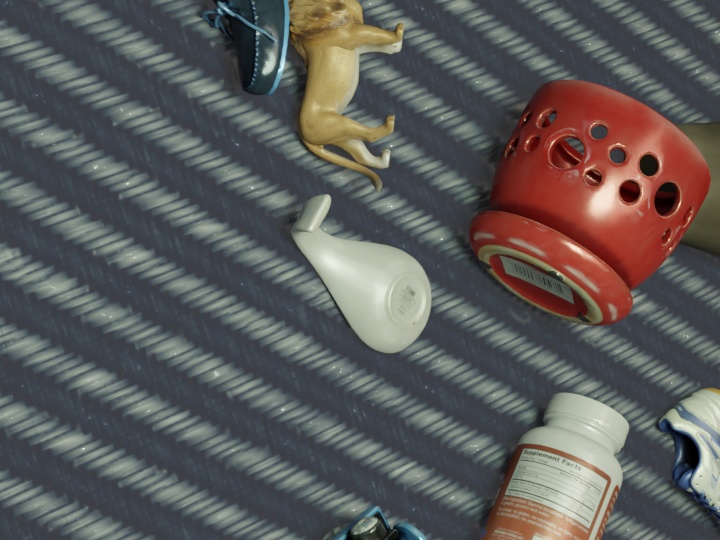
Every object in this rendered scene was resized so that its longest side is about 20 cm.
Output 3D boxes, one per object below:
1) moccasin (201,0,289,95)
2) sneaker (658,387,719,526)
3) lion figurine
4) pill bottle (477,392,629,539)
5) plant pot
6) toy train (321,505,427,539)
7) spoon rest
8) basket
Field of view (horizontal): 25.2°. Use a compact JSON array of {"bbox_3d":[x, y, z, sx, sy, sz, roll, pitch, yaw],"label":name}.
[{"bbox_3d":[-0.111,-0.253,1.450,0.068,0.080,0.201,3,71,-29],"label":"moccasin"},{"bbox_3d":[0.380,0.232,1.747,0.088,0.075,0.201,-20,91,-22],"label":"sneaker"},{"bbox_3d":[-0.025,-0.177,1.492,0.122,0.072,0.201,5,90,0],"label":"lion figurine"},{"bbox_3d":[0.191,0.227,1.585,0.112,0.112,0.201,36,67,-26],"label":"pill bottle"},{"bbox_3d":[0.217,-0.057,1.580,0.200,0.200,0.183,38,75,-26],"label":"plant pot"},{"bbox_3d":[0.030,0.309,1.467,0.087,0.114,0.201,-38,108,-34],"label":"toy train"},{"bbox_3d":[0.000,0.000,1.515,0.200,0.060,0.100,46,64,-38],"label":"spoon rest"},{"bbox_3d":[0.391,-0.091,1.736,0.199,0.136,0.181,5,101,-30],"label":"basket"}]
